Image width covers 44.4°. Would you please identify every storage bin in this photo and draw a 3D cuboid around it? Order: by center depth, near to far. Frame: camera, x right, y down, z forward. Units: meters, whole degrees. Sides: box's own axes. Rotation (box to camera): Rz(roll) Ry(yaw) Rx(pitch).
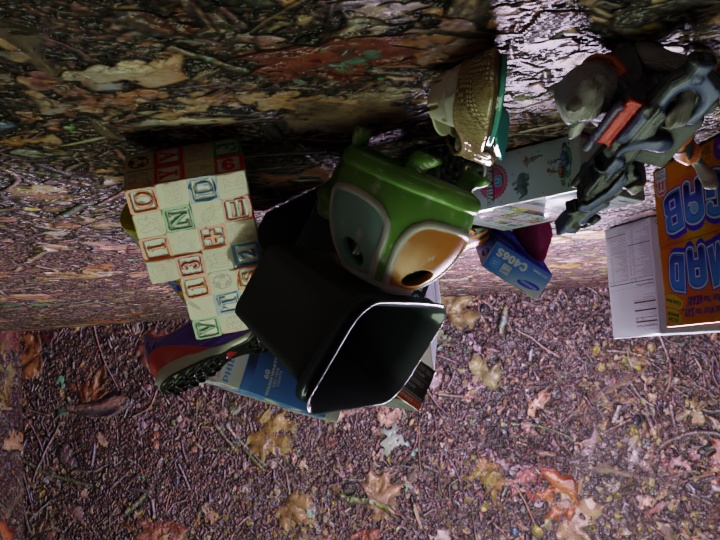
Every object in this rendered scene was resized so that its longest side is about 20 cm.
[{"bbox_3d":[-0.029,0.055,0.887,0.134,0.147,0.199,37,-166,26],"label":"storage bin"}]

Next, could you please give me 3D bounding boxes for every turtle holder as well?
[{"bbox_3d":[0.022,-0.060,0.861,0.183,0.134,0.141,24,-170,19],"label":"turtle holder"}]

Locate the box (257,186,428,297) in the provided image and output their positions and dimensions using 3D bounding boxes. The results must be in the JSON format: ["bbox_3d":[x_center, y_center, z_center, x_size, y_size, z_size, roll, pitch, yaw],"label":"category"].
[{"bbox_3d":[-0.039,0.005,1.191,0.195,0.126,0.199,32,159,-22],"label":"box"}]

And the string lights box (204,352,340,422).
[{"bbox_3d":[-0.121,0.132,1.108,0.198,0.060,0.102,26,164,-40],"label":"string lights box"}]

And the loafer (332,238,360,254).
[{"bbox_3d":[0.000,0.000,1.029,0.070,0.074,0.202,15,127,-15],"label":"loafer"}]

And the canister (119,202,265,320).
[{"bbox_3d":[-0.174,-0.010,1.032,0.146,0.087,0.201,10,148,31],"label":"canister"}]

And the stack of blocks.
[{"bbox_3d":[-0.158,-0.026,0.889,0.113,0.059,0.202,-11,131,-5],"label":"stack of blocks"}]

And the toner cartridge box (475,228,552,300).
[{"bbox_3d":[0.219,-0.024,1.299,0.094,0.044,0.200,30,-166,-4],"label":"toner cartridge box"}]

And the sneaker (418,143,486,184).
[{"bbox_3d":[0.075,-0.099,0.983,0.072,0.073,0.199,-35,-173,-33],"label":"sneaker"}]

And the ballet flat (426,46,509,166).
[{"bbox_3d":[0.086,-0.126,0.709,0.064,0.072,0.200,10,172,10],"label":"ballet flat"}]

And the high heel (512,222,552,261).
[{"bbox_3d":[0.251,-0.051,1.308,0.066,0.098,0.200,-4,174,-1],"label":"high heel"}]

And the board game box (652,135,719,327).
[{"bbox_3d":[0.483,-0.044,1.028,0.196,0.204,0.200,-3,174,-6],"label":"board game box"}]

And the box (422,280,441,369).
[{"bbox_3d":[0.093,0.038,1.356,0.040,0.158,0.201,-5,-151,10],"label":"box"}]

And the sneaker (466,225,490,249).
[{"bbox_3d":[0.110,-0.073,1.216,0.111,0.079,0.199,-24,159,26],"label":"sneaker"}]

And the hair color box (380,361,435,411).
[{"bbox_3d":[-0.007,0.132,1.198,0.110,0.065,0.198,38,155,-28],"label":"hair color box"}]

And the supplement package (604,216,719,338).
[{"bbox_3d":[0.565,0.015,1.595,0.188,0.204,0.147,-1,173,-19],"label":"supplement package"}]

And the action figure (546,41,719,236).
[{"bbox_3d":[0.224,-0.117,0.705,0.190,0.106,0.200,6,145,-29],"label":"action figure"}]

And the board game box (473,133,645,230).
[{"bbox_3d":[0.205,-0.098,1.026,0.198,0.066,0.146,-11,169,42],"label":"board game box"}]

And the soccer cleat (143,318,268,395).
[{"bbox_3d":[-0.143,0.063,0.980,0.198,0.074,0.069,-26,156,-17],"label":"soccer cleat"}]
